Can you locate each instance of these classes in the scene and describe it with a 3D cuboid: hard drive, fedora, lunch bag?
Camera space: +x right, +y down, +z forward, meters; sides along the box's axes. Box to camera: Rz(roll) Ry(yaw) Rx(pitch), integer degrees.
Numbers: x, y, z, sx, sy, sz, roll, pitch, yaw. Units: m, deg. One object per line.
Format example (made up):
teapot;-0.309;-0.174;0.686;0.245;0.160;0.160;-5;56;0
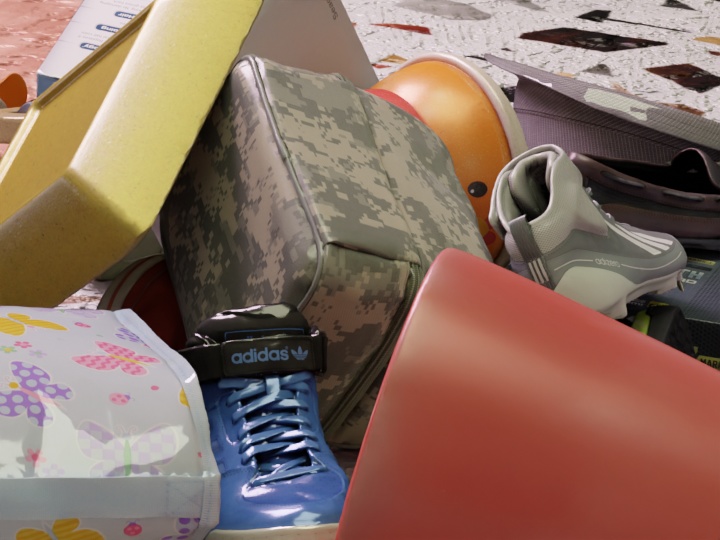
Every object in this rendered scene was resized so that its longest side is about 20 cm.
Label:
hard drive;-0.063;-0.088;1.750;0.027;0.132;0.200;6;48;35
fedora;0.161;-0.069;1.903;0.200;0.090;0.177;19;1;35
lunch bag;-0.168;0.088;1.359;0.169;0.127;0.200;0;9;-19
lunch bag;0.000;0.000;1.575;0.168;0.139;0.200;11;37;-28

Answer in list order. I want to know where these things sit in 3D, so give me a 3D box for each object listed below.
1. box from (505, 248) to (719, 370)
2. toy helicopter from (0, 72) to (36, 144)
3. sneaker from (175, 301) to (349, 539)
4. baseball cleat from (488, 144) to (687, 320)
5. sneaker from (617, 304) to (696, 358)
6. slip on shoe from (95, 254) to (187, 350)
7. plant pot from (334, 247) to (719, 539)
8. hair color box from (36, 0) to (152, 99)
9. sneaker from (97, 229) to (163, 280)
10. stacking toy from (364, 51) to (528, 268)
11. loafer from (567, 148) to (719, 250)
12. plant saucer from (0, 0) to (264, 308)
box;0.190;0.024;1.738;0.200;0.051;0.158;11;18;18
toy helicopter;-0.212;-0.102;2.021;0.132;0.079;0.200;-2;7;9
sneaker;-0.047;0.073;1.383;0.077;0.111;0.200;-2;6;-10
baseball cleat;0.125;-0.022;1.593;0.070;0.107;0.200;-20;2;17
sneaker;0.127;0.075;1.579;0.083;0.072;0.200;-10;11;19
slip on shoe;-0.090;0.029;1.637;0.061;0.074;0.200;17;18;26
plant pot;0.094;0.106;1.287;0.177;0.201;0.200;16;20;8
hair color box;-0.133;-0.142;1.896;0.100;0.061;0.200;13;36;8
sneaker;-0.073;-0.032;1.813;0.200;0.067;0.090;-32;71;-33
stacking toy;-0.013;-0.046;1.725;0.200;0.146;0.146;-12;24;-35
loafer;0.194;-0.046;1.770;0.200;0.063;0.072;-7;20;-39
plant saucer;-0.153;-0.061;1.610;0.048;0.200;0.200;37;49;-17
